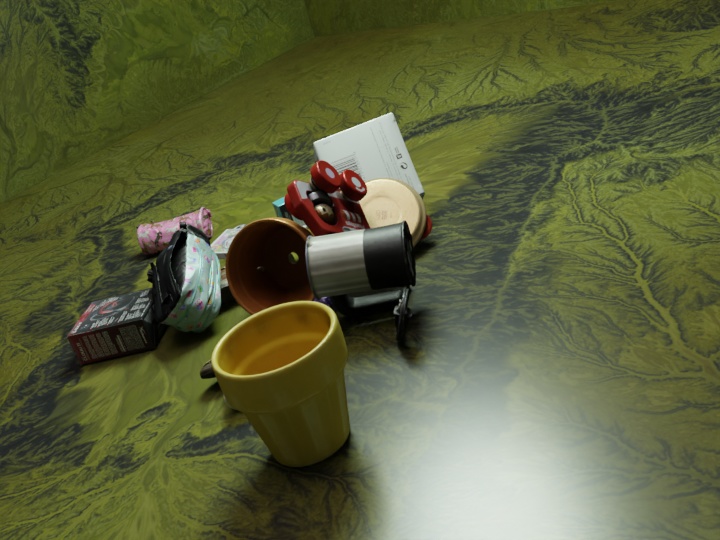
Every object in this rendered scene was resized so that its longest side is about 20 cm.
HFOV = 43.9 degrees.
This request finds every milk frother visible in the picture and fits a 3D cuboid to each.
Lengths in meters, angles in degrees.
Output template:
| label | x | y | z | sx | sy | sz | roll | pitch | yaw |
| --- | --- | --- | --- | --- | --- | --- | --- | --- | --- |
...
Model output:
| label | x | y | z | sx | sy | sz | roll | pitch | yaw |
| --- | --- | --- | --- | --- | --- | --- | --- | --- | --- |
| milk frother | 0.003 | 0.026 | 1.588 | 0.184 | 0.184 | 0.201 | -9 | 19 | 11 |

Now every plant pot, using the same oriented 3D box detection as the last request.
| label | x | y | z | sx | sy | sz | roll | pitch | yaw |
| --- | --- | --- | --- | --- | --- | --- | --- | --- | --- |
| plant pot | -0.154 | -0.011 | 1.789 | 0.195 | 0.205 | 0.140 | -10 | 8 | 17 |
| plant pot | -0.102 | 0.179 | 1.338 | 0.196 | 0.192 | 0.202 | -14 | 25 | 7 |

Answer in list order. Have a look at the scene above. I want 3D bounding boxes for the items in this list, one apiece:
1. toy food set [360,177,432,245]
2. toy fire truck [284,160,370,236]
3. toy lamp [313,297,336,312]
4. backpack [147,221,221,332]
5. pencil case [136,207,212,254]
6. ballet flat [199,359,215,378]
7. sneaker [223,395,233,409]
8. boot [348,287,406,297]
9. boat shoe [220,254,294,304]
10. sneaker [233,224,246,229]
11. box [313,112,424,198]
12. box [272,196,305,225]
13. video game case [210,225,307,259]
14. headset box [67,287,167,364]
| label | x | y | z | sx | sy | sz | roll | pitch | yaw |
| --- | --- | --- | --- | --- | --- | --- | --- | --- | --- |
| toy food set | 0.048 | -0.103 | 1.867 | 0.193 | 0.049 | 0.204 | -15 | 63 | 2 |
| toy fire truck | -0.051 | -0.108 | 1.755 | 0.112 | 0.170 | 0.198 | -41 | -30 | 28 |
| toy lamp | -0.101 | 0.087 | 1.618 | 0.057 | 0.060 | 0.200 | -9 | 6 | 20 |
| backpack | -0.358 | 0.027 | 1.837 | 0.168 | 0.124 | 0.203 | -52 | 34 | 33 |
| pencil case | -0.477 | -0.102 | 2.310 | 0.195 | 0.089 | 0.083 | -13 | -6 | 13 |
| ballet flat | -0.204 | 0.143 | 1.629 | 0.197 | 0.047 | 0.067 | -24 | -9 | -15 |
| sneaker | -0.150 | 0.157 | 1.550 | 0.197 | 0.078 | 0.112 | -26 | 34 | 1 |
| boot | 0.000 | 0.000 | 1.743 | 0.196 | 0.097 | 0.074 | -4 | 27 | 28 |
| boat shoe | -0.238 | -0.002 | 1.917 | 0.196 | 0.076 | 0.072 | -22 | 53 | -9 |
| sneaker | -0.261 | -0.046 | 2.045 | 0.197 | 0.077 | 0.115 | 6 | 31 | 37 |
| box | 0.017 | -0.210 | 1.997 | 0.196 | 0.203 | 0.131 | -21 | -9 | -6 |
| box | -0.110 | -0.164 | 2.174 | 0.197 | 0.084 | 0.049 | -27 | 24 | -17 |
| video game case | -0.228 | -0.062 | 1.955 | 0.195 | 0.018 | 0.144 | -2 | 23 | 16 |
| headset box | -0.514 | 0.116 | 1.895 | 0.195 | 0.076 | 0.149 | -13 | 25 | 12 |
